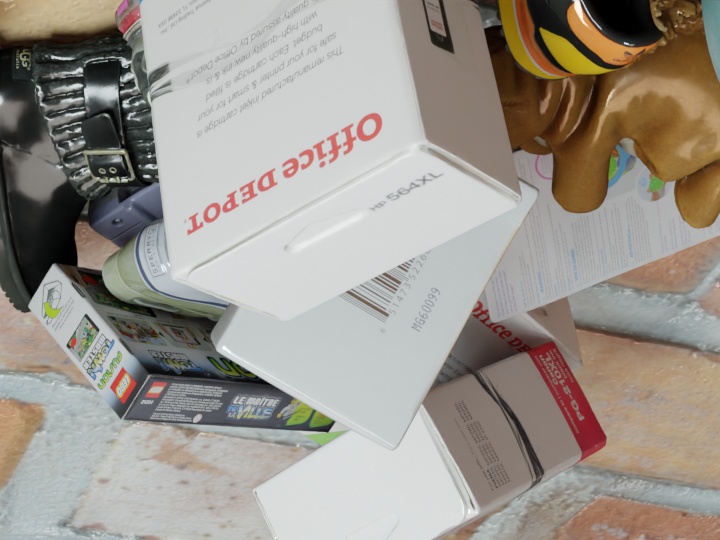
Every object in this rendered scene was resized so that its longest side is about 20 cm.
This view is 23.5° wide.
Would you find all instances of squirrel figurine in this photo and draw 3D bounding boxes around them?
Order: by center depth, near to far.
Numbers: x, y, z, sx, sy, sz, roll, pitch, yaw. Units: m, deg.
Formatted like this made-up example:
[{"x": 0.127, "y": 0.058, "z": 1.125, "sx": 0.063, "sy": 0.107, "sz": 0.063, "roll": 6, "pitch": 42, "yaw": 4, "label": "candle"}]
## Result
[{"x": 0.122, "y": -0.125, "z": 0.967, "sx": 0.185, "sy": 0.142, "sz": 0.201, "roll": 1, "pitch": 142, "yaw": -14, "label": "squirrel figurine"}]

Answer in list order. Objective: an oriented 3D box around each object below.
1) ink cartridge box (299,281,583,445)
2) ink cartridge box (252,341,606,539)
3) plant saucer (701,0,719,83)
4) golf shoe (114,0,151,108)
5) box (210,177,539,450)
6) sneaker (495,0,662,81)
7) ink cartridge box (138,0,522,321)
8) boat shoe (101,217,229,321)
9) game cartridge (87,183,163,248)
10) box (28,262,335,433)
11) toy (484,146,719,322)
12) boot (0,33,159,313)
[{"x": 0.035, "y": 0.046, "z": 1.226, "sx": 0.199, "sy": 0.085, "sz": 0.145, "roll": -27, "pitch": 139, "yaw": 24, "label": "ink cartridge box"}, {"x": 0.048, "y": 0.127, "z": 1.120, "sx": 0.144, "sy": 0.085, "sz": 0.199, "roll": -34, "pitch": 169, "yaw": 30, "label": "ink cartridge box"}, {"x": 0.226, "y": -0.152, "z": 0.911, "sx": 0.036, "sy": 0.201, "sz": 0.200, "roll": 4, "pitch": 154, "yaw": 37, "label": "plant saucer"}, {"x": -0.038, "y": -0.116, "z": 0.964, "sx": 0.199, "sy": 0.093, "sz": 0.073, "roll": -11, "pitch": 166, "yaw": -33, "label": "golf shoe"}, {"x": 0.000, "y": 0.000, "z": 0.946, "sx": 0.106, "sy": 0.153, "sz": 0.200, "roll": 29, "pitch": 177, "yaw": -4, "label": "box"}, {"x": 0.098, "y": -0.191, "z": 0.812, "sx": 0.070, "sy": 0.202, "sz": 0.090, "roll": -19, "pitch": -168, "yaw": -28, "label": "sneaker"}, {"x": -0.021, "y": -0.098, "z": 0.806, "sx": 0.145, "sy": 0.202, "sz": 0.084, "roll": -26, "pitch": 149, "yaw": 30, "label": "ink cartridge box"}, {"x": -0.078, "y": 0.000, "z": 1.094, "sx": 0.062, "sy": 0.073, "sz": 0.199, "roll": -15, "pitch": 162, "yaw": 35, "label": "boat shoe"}, {"x": -0.062, "y": -0.050, "z": 1.128, "sx": 0.199, "sy": 0.039, "sz": 0.129, "roll": -28, "pitch": 134, "yaw": 25, "label": "game cartridge"}, {"x": -0.103, "y": 0.051, "z": 1.092, "sx": 0.199, "sy": 0.110, "sz": 0.035, "roll": 11, "pitch": 118, "yaw": -53, "label": "box"}, {"x": 0.160, "y": -0.055, "z": 1.126, "sx": 0.198, "sy": 0.047, "sz": 0.116, "roll": -19, "pitch": 120, "yaw": -8, "label": "toy"}, {"x": -0.153, "y": -0.058, "z": 1.056, "sx": 0.156, "sy": 0.080, "sz": 0.212, "roll": -5, "pitch": 140, "yaw": -3, "label": "boot"}]
